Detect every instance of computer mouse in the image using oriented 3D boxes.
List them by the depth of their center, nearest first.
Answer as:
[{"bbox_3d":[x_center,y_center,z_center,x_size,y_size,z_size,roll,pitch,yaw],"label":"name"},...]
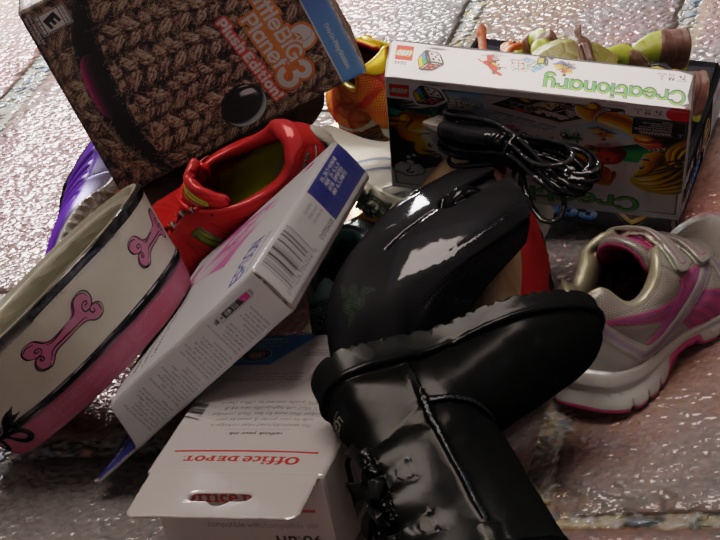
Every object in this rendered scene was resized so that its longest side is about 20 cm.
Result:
[{"bbox_3d":[0.042,-0.021,1.459,0.138,0.053,0.200,23,69,45],"label":"computer mouse"}]

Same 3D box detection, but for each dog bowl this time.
[{"bbox_3d":[-0.194,0.038,1.572,0.200,0.074,0.200,-43,10,9],"label":"dog bowl"}]

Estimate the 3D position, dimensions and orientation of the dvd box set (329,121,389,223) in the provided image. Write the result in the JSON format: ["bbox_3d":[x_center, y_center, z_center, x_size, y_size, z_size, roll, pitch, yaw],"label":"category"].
[{"bbox_3d":[-0.027,-0.056,1.805,0.199,0.030,0.146,-31,33,-31],"label":"dvd box set"}]

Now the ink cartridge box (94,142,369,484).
[{"bbox_3d":[-0.093,0.024,1.546,0.200,0.043,0.197,-40,11,28],"label":"ink cartridge box"}]

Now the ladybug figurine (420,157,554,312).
[{"bbox_3d":[0.077,0.015,1.534,0.071,0.136,0.201,13,47,-20],"label":"ladybug figurine"}]

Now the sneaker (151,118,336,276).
[{"bbox_3d":[-0.108,-0.048,1.652,0.199,0.085,0.077,-34,63,16],"label":"sneaker"}]

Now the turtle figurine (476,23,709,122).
[{"bbox_3d":[0.162,-0.148,1.726,0.160,0.065,0.200,-3,28,-10],"label":"turtle figurine"}]

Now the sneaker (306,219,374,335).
[{"bbox_3d":[0.000,0.000,1.627,0.077,0.087,0.200,-11,25,4],"label":"sneaker"}]

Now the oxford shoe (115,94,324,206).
[{"bbox_3d":[-0.089,-0.079,1.775,0.200,0.071,0.072,-42,41,-25],"label":"oxford shoe"}]

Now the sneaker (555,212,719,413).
[{"bbox_3d":[0.190,0.008,1.534,0.081,0.089,0.200,8,34,34],"label":"sneaker"}]

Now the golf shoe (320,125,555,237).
[{"bbox_3d":[0.052,-0.066,1.674,0.199,0.078,0.098,31,86,24],"label":"golf shoe"}]

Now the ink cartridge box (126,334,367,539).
[{"bbox_3d":[-0.051,0.118,1.450,0.115,0.068,0.200,-2,29,21],"label":"ink cartridge box"}]

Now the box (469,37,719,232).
[{"bbox_3d":[0.156,-0.104,1.767,0.198,0.050,0.199,9,31,15],"label":"box"}]

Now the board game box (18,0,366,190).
[{"bbox_3d":[-0.121,-0.178,1.707,0.199,0.160,0.097,-27,26,5],"label":"board game box"}]

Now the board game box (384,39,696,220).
[{"bbox_3d":[0.117,-0.092,1.566,0.198,0.127,0.035,7,59,8],"label":"board game box"}]

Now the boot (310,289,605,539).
[{"bbox_3d":[0.077,0.105,1.369,0.197,0.074,0.163,-14,53,-17],"label":"boot"}]

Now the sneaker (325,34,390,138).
[{"bbox_3d":[0.009,-0.147,1.803,0.073,0.077,0.200,-41,12,-10],"label":"sneaker"}]

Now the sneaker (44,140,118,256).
[{"bbox_3d":[-0.199,-0.041,1.820,0.099,0.069,0.201,-29,28,45],"label":"sneaker"}]
